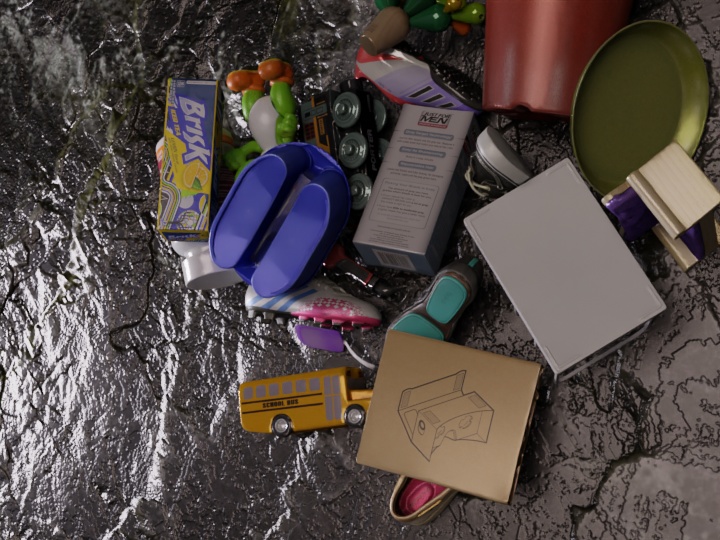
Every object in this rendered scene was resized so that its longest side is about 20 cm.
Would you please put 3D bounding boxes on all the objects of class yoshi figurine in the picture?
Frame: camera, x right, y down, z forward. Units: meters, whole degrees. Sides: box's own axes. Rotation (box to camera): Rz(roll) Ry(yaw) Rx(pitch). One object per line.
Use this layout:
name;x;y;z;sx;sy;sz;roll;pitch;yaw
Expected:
yoshi figurine;-0.129;-0.169;1.457;0.110;0.112;0.204;-9;87;-8

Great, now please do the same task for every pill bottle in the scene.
pill bottle;-0.210;-0.084;1.503;0.108;0.109;0.203;-17;76;22

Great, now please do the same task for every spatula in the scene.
spatula;0.007;0.114;1.413;0.198;0.057;0.021;24;62;19

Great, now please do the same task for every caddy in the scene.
caddy;-0.099;-0.062;1.385;0.140;0.105;0.201;35;106;7

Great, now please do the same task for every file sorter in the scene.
file sorter;0.229;0.009;1.262;0.137;0.125;0.202;-30;71;-1

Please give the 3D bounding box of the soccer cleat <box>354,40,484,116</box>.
soccer cleat;0.076;-0.236;1.419;0.199;0.068;0.074;34;118;24

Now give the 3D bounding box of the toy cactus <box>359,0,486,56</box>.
toy cactus;0.066;-0.334;1.389;0.199;0.103;0.165;35;66;28

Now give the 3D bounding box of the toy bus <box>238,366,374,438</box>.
toy bus;-0.056;0.171;1.423;0.197;0.065;0.080;-11;77;24

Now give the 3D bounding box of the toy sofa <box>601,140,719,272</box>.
toy sofa;0.332;-0.055;1.193;0.097;0.200;0.083;-38;70;9

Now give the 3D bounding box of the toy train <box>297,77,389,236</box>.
toy train;-0.019;-0.144;1.440;0.113;0.085;0.204;-14;80;37

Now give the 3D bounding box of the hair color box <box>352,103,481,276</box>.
hair color box;0.073;-0.101;1.362;0.098;0.061;0.203;10;68;25

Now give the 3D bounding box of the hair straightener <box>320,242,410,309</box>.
hair straightener;0.000;0.000;1.413;0.199;0.077;0.041;26;82;43

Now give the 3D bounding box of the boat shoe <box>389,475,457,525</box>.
boat shoe;0.106;0.228;1.336;0.073;0.069;0.201;38;100;24

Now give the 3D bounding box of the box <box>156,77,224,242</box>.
box;-0.217;-0.142;1.427;0.069;0.064;0.204;2;77;1

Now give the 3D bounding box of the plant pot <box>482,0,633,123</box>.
plant pot;0.224;-0.275;1.286;0.198;0.200;0.199;10;96;26

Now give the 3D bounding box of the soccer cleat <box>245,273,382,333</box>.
soccer cleat;-0.062;0.029;1.441;0.197;0.070;0.088;5;79;24

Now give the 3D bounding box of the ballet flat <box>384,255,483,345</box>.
ballet flat;0.096;0.048;1.352;0.068;0.068;0.200;41;139;1

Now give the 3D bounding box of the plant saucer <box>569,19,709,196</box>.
plant saucer;0.306;-0.178;1.242;0.031;0.198;0.203;30;97;57

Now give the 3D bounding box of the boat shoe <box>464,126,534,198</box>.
boat shoe;0.157;-0.112;1.282;0.063;0.200;0.071;-38;77;11

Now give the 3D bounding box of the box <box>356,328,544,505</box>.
box;0.103;0.170;1.301;0.197;0.021;0.166;11;81;26
